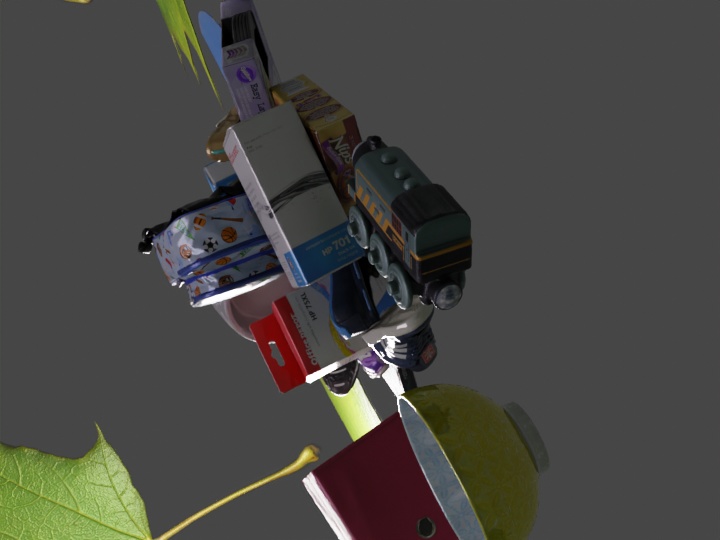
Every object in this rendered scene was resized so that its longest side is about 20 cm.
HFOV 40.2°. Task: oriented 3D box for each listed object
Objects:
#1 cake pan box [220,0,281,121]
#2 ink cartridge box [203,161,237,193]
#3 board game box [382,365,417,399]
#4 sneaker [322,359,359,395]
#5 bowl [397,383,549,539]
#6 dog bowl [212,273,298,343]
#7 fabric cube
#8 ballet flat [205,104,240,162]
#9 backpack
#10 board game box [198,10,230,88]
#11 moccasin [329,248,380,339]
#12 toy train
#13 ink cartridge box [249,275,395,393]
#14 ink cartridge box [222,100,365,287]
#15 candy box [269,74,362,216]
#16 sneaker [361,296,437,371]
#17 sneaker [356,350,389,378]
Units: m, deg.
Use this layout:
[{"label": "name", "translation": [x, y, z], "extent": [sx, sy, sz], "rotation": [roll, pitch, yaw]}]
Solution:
[{"label": "cake pan box", "translation": [-0.143, -0.254, 1.352], "extent": [0.185, 0.052, 0.201], "rotation": [-102, -5, -50]}, {"label": "ink cartridge box", "translation": [-0.142, -0.096, 1.567], "extent": [0.086, 0.145, 0.202], "rotation": [50, 163, 55]}, {"label": "board game box", "translation": [0.037, 0.126, 1.563], "extent": [0.200, 0.028, 0.136], "rotation": [53, 164, 52]}, {"label": "sneaker", "translation": [-0.026, 0.126, 1.689], "extent": [0.080, 0.073, 0.202], "rotation": [55, -154, -47]}, {"label": "bowl", "translation": [0.130, 0.195, 1.014], "extent": [0.202, 0.107, 0.201], "rotation": [61, 169, 20]}, {"label": "dog bowl", "translation": [-0.135, 0.025, 1.539], "extent": [0.059, 0.198, 0.202], "rotation": [53, 165, 53]}, {"label": "fabric cube", "translation": [0.051, 0.332, 1.445], "extent": [0.201, 0.195, 0.200], "rotation": [56, 166, 9]}, {"label": "ballet flat", "translation": [-0.181, -0.197, 1.389], "extent": [0.200, 0.062, 0.069], "rotation": [-87, -19, -73]}, {"label": "backpack", "translation": [-0.182, -0.040, 1.328], "extent": [0.155, 0.198, 0.190], "rotation": [61, 160, 5]}, {"label": "board game box", "translation": [-0.201, -0.347, 1.636], "extent": [0.202, 0.039, 0.158], "rotation": [63, 166, -19]}, {"label": "moccasin", "translation": [0.000, 0.000, 1.303], "extent": [0.081, 0.067, 0.202], "rotation": [48, -149, -51]}, {"label": "toy train", "translation": [0.045, -0.050, 0.963], "extent": [0.201, 0.084, 0.115], "rotation": [-123, 24, -47]}, {"label": "ink cartridge box", "translation": [-0.046, 0.076, 1.376], "extent": [0.117, 0.198, 0.067], "rotation": [62, 170, 11]}, {"label": "ink cartridge box", "translation": [-0.084, -0.086, 1.190], "extent": [0.202, 0.085, 0.146], "rotation": [65, 170, -3]}, {"label": "candy box", "translation": [-0.047, -0.160, 1.226], "extent": [0.200, 0.056, 0.118], "rotation": [46, 159, 58]}, {"label": "sneaker", "translation": [0.067, 0.081, 1.213], "extent": [0.085, 0.075, 0.200], "rotation": [45, 166, -2]}, {"label": "sneaker", "translation": [-0.010, 0.083, 1.473], "extent": [0.083, 0.081, 0.200], "rotation": [24, -161, -39]}]
